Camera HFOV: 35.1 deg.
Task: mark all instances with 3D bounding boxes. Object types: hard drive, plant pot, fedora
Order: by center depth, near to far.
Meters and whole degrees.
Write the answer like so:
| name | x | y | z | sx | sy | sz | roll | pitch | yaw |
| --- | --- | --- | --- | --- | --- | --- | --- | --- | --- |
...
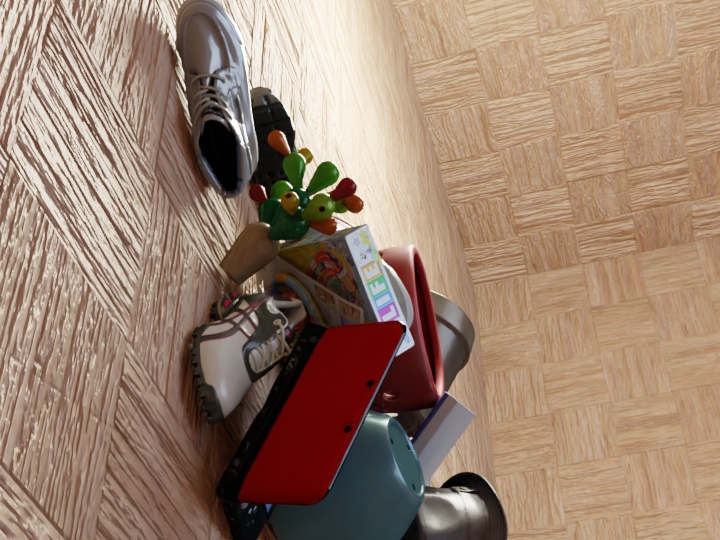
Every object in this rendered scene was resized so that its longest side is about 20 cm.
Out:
| name | x | y | z | sx | sy | sz | roll | pitch | yaw |
| --- | --- | --- | --- | --- | --- | --- | --- | --- | --- |
| plant pot | -0.008 | 0.228 | 1.233 | 0.202 | 0.133 | 0.201 | 58 | 15 | -26 |
| fedora | 0.080 | 0.308 | 1.288 | 0.200 | 0.089 | 0.180 | -143 | -107 | -73 |
| hard drive | 0.066 | 0.246 | 1.402 | 0.025 | 0.201 | 0.132 | 35 | -3 | 20 |
| plant pot | 0.002 | 0.084 | 1.417 | 0.200 | 0.179 | 0.204 | -12 | 90 | -79 |
| plant pot | 0.066 | 0.150 | 1.742 | 0.201 | 0.196 | 0.175 | 68 | 31 | -46 |

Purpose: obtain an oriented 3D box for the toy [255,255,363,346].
| name | x | y | z | sx | sy | sz | roll | pitch | yaw |
| --- | --- | --- | --- | --- | --- | --- | --- | --- | --- |
| toy | -0.067 | 0.057 | 1.219 | 0.199 | 0.047 | 0.117 | 27 | -45 | 42 |

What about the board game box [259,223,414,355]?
| name | x | y | z | sx | sy | sz | roll | pitch | yaw |
| --- | --- | --- | --- | --- | --- | --- | --- | --- | --- |
| board game box | -0.033 | 0.029 | 1.228 | 0.199 | 0.034 | 0.136 | -10 | -75 | 57 |

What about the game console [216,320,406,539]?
| name | x | y | z | sx | sy | sz | roll | pitch | yaw |
| --- | --- | --- | --- | --- | --- | --- | --- | --- | --- |
| game console | -0.038 | 0.158 | 1.064 | 0.174 | 0.117 | 0.202 | 83 | 29 | -50 |

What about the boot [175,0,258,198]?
| name | x | y | z | sx | sy | sz | roll | pitch | yaw |
| --- | --- | --- | --- | --- | --- | --- | --- | --- | --- |
| boot | -0.147 | -0.178 | 1.179 | 0.096 | 0.072 | 0.203 | -94 | 170 | -66 |

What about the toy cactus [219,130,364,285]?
| name | x | y | z | sx | sy | sz | roll | pitch | yaw |
| --- | --- | --- | --- | --- | --- | --- | --- | --- | --- |
| toy cactus | -0.086 | -0.060 | 1.196 | 0.102 | 0.165 | 0.199 | 48 | -9 | -29 |

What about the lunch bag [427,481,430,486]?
| name | x | y | z | sx | sy | sz | roll | pitch | yaw |
| --- | --- | --- | --- | --- | --- | --- | --- | --- | --- |
| lunch bag | 0.050 | 0.369 | 1.642 | 0.200 | 0.092 | 0.154 | 80 | 14 | -79 |

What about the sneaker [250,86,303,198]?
| name | x | y | z | sx | sy | sz | roll | pitch | yaw |
| --- | --- | --- | --- | --- | --- | --- | --- | --- | --- |
| sneaker | -0.112 | -0.139 | 1.388 | 0.080 | 0.074 | 0.203 | -106 | -175 | -52 |

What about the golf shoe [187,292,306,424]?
| name | x | y | z | sx | sy | sz | roll | pitch | yaw |
| --- | --- | --- | --- | --- | --- | --- | --- | --- | --- |
| golf shoe | -0.110 | 0.073 | 1.097 | 0.201 | 0.086 | 0.078 | -77 | 155 | -63 |

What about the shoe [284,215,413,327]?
| name | x | y | z | sx | sy | sz | roll | pitch | yaw |
| --- | --- | --- | --- | --- | --- | --- | --- | --- | --- |
| shoe | 0.000 | 0.000 | 1.296 | 0.200 | 0.072 | 0.091 | 44 | 15 | 23 |
